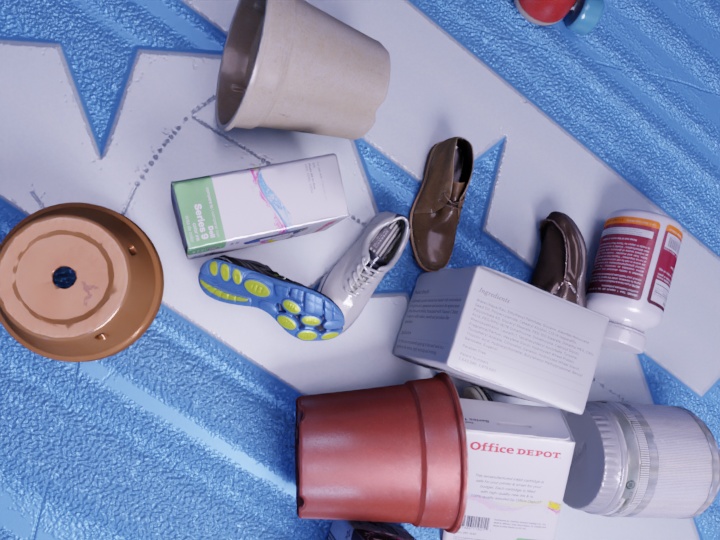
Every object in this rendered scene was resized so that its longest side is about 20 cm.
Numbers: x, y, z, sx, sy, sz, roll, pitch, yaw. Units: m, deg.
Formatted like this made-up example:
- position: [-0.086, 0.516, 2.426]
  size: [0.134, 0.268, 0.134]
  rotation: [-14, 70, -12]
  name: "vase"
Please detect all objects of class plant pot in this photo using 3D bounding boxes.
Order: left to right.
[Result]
- position: [-0.336, 0.010, 0.754]
  size: [0.200, 0.140, 0.200]
  rotation: [1, 85, -15]
  name: "plant pot"
- position: [-0.070, -0.255, 0.834]
  size: [0.183, 0.200, 0.201]
  rotation: [11, 83, -27]
  name: "plant pot"
- position: [0.015, 0.232, 0.820]
  size: [0.195, 0.201, 0.201]
  rotation: [0, 86, -8]
  name: "plant pot"

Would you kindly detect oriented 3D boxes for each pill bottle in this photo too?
- position: [0.408, 0.017, 0.976]
  size: [0.113, 0.113, 0.200]
  rotation: [21, 81, -13]
  name: "pill bottle"

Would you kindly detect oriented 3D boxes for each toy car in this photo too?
- position: [0.315, -0.474, 0.936]
  size: [0.184, 0.200, 0.177]
  rotation: [18, 82, -14]
  name: "toy car"

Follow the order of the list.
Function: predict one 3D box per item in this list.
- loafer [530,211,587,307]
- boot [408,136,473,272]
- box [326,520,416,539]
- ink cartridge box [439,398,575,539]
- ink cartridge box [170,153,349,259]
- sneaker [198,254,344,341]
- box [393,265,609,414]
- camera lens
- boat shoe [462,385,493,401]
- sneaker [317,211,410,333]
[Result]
- position: [0.293, 0.011, 0.964]
  size: [0.071, 0.073, 0.200]
  rotation: [-6, 88, -17]
  name: "loafer"
- position: [0.119, -0.096, 0.922]
  size: [0.074, 0.075, 0.200]
  rotation: [10, 85, -17]
  name: "boot"
- position: [0.021, 0.395, 0.796]
  size: [0.115, 0.200, 0.132]
  rotation: [22, 81, -14]
  name: "box"
- position: [0.188, 0.280, 0.857]
  size: [0.145, 0.084, 0.200]
  rotation: [5, 110, 2]
  name: "ink cartridge box"
- position: [-0.130, -0.079, 0.814]
  size: [0.200, 0.145, 0.088]
  rotation: [-15, 91, -16]
  name: "ink cartridge box"
- position: [-0.110, 0.028, 0.842]
  size: [0.199, 0.083, 0.071]
  rotation: [24, 111, -4]
  name: "sneaker"
- position: [0.178, 0.089, 0.861]
  size: [0.200, 0.199, 0.131]
  rotation: [21, 81, -14]
  name: "box"
- position: [0.394, 0.272, 0.930]
  size: [0.200, 0.160, 0.160]
  rotation: [7, 85, -15]
  name: "camera lens"
- position: [0.212, 0.241, 0.929]
  size: [0.062, 0.075, 0.200]
  rotation: [-38, 102, -20]
  name: "boat shoe"
- position: [0.000, 0.000, 0.883]
  size: [0.073, 0.071, 0.200]
  rotation: [31, 79, -12]
  name: "sneaker"
